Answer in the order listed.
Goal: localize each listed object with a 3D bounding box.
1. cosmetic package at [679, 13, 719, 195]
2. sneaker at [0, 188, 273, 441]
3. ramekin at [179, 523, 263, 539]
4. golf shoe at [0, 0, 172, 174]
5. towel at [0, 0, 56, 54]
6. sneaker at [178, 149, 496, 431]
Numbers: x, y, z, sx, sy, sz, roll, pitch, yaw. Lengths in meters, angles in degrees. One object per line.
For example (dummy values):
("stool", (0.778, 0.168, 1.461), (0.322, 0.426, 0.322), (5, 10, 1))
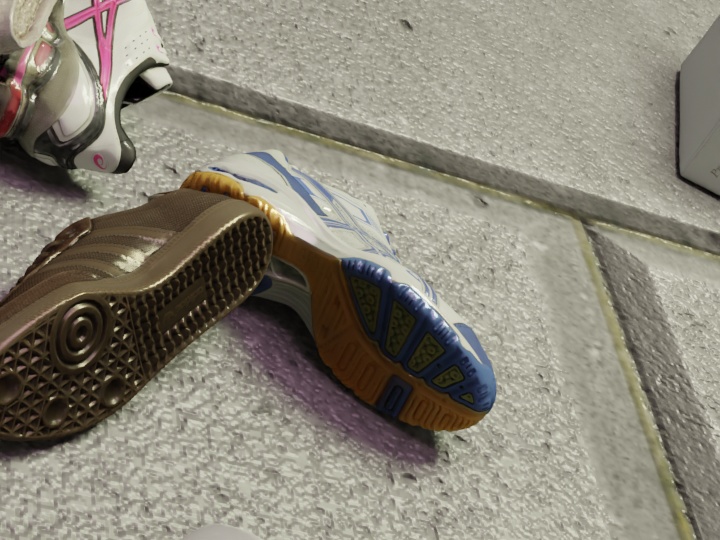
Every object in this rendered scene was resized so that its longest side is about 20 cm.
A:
("cosmetic package", (0.360, -0.125, 1.274), (0.200, 0.167, 0.166), (28, 36, -8))
("sneaker", (-0.128, 0.017, 0.828), (0.075, 0.071, 0.200), (17, 31, 32))
("ramekin", (-0.038, 0.192, 0.560), (0.105, 0.200, 0.200), (-31, 66, -24))
("golf shoe", (-0.147, -0.127, 0.972), (0.092, 0.073, 0.200), (27, 44, -16))
("towel", (-0.214, -0.160, 0.927), (0.132, 0.035, 0.200), (-11, 37, 16))
("sneaker", (0.000, 0.000, 0.924), (0.200, 0.075, 0.088), (40, 35, 9))
